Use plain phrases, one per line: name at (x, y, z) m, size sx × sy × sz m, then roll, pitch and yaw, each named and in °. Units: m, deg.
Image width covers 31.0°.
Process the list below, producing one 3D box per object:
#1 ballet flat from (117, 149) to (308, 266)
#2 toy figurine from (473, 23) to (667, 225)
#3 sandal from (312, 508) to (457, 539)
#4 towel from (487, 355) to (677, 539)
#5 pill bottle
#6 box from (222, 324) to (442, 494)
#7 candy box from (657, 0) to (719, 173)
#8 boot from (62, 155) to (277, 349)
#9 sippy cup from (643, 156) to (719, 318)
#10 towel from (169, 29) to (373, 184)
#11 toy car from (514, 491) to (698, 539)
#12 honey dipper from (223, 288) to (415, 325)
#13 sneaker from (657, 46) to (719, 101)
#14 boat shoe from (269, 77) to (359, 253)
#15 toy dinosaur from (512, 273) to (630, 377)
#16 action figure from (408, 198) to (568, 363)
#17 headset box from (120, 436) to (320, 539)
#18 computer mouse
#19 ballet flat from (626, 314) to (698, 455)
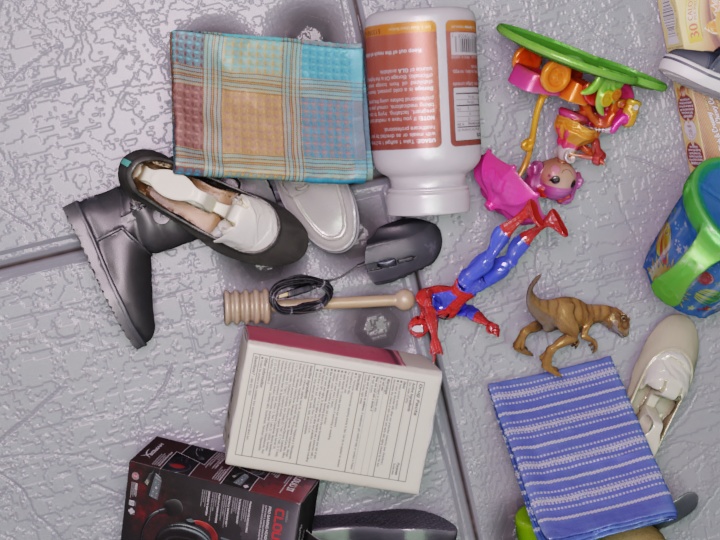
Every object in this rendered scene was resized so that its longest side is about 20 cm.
ballet flat at (-0.141, -0.056, 1.245) m, size 0.200 × 0.068 × 0.068 m, roll 23°, pitch 87°, yaw -9°
toy figurine at (0.197, -0.133, 1.326) m, size 0.200 × 0.150 × 0.184 m, roll 10°, pitch 110°, yaw -32°
sandal at (0.002, 0.281, 1.357) m, size 0.200 × 0.076 × 0.043 m, roll -2°, pitch 95°, yaw 4°
towel at (0.224, 0.183, 1.330) m, size 0.144 × 0.024 × 0.200 m, roll -12°, pitch 54°, yaw -6°
pill bottle at (0.063, -0.157, 1.295) m, size 0.112 × 0.112 × 0.200 m, roll -3°, pitch 96°, yaw -6°
box at (-0.031, 0.139, 1.316) m, size 0.200 × 0.109 × 0.128 m, roll 11°, pitch 95°, yaw -8°
candy box at (0.389, -0.210, 1.356) m, size 0.115 × 0.055 × 0.200 m, roll -13°, pitch 98°, yaw -5°
boot at (-0.174, -0.033, 1.309) m, size 0.200 × 0.066 × 0.165 m, roll -25°, pitch 101°, yaw -9°
sippy cup at (0.362, -0.024, 1.325) m, size 0.177 × 0.130 × 0.140 m, roll 4°, pitch 53°, yaw -24°
towel at (-0.084, -0.157, 1.252) m, size 0.200 × 0.022 × 0.147 m, roll 1°, pitch 77°, yaw -22°
toy car at (0.282, 0.316, 1.362) m, size 0.200 × 0.158 × 0.165 m, roll -18°, pitch 110°, yaw -16°
honey dipper at (-0.041, 0.034, 1.341) m, size 0.200 × 0.038 × 0.038 m, roll -3°, pitch 96°, yaw -8°
sneaker at (0.392, -0.198, 1.292) m, size 0.200 × 0.078 × 0.080 m, roll 17°, pitch 99°, yaw -20°
boat shoe at (-0.059, -0.107, 1.303) m, size 0.071 × 0.070 × 0.200 m, roll -22°, pitch 97°, yaw 5°
toy dinosaur at (0.200, 0.049, 1.342) m, size 0.200 × 0.060 × 0.106 m, roll 13°, pitch 114°, yaw -46°
action figure at (0.125, 0.027, 1.306) m, size 0.065 × 0.099 × 0.200 m, roll 19°, pitch 133°, yaw -41°
headset box at (-0.133, 0.266, 1.294) m, size 0.200 × 0.075 × 0.149 m, roll 13°, pitch 106°, yaw 11°
computer mouse at (0.000, 0.000, 1.316) m, size 0.200 × 0.034 × 0.059 m, roll -25°, pitch 120°, yaw -19°
ballet flat at (0.314, 0.144, 1.380) m, size 0.069 × 0.069 × 0.200 m, roll 23°, pitch 93°, yaw -9°
